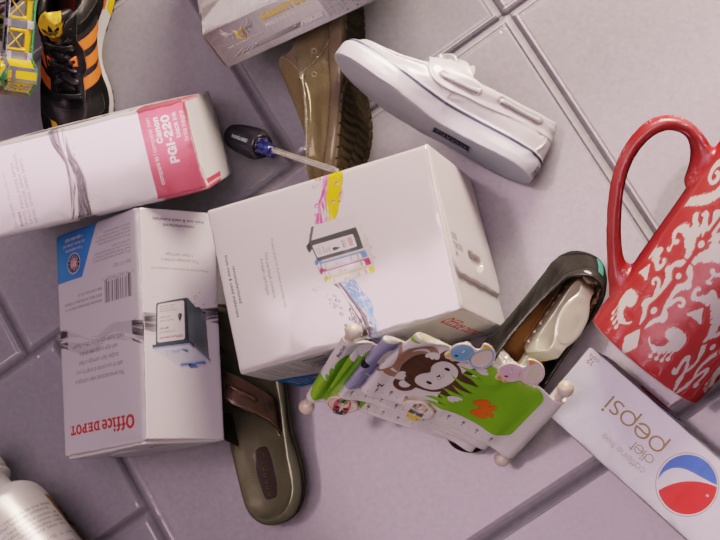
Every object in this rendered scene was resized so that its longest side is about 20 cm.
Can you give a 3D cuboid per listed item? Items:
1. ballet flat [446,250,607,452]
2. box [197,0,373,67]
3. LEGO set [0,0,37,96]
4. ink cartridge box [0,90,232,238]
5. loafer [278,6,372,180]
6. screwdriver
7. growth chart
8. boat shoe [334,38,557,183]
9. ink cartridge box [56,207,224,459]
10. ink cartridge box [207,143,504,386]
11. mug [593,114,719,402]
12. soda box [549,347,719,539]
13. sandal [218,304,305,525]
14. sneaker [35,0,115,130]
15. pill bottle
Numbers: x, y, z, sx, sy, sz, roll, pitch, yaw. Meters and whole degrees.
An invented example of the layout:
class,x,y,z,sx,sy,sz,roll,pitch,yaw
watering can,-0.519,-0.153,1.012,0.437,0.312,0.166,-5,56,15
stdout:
class,x,y,z,sx,sy,sz,roll,pitch,yaw
ballet flat,0.137,0.070,1.684,0.068,0.068,0.200,31,95,-17
box,-0.049,-0.282,1.779,0.199,0.048,0.159,-22,46,15
LEGO set,-0.382,-0.227,1.841,0.200,0.116,0.154,20,103,48
ink cartridge box,-0.227,-0.093,1.774,0.199,0.146,0.085,-15,96,6
loafer,-0.033,-0.160,1.782,0.067,0.076,0.201,-7,68,23
screwdriver,-0.070,-0.098,1.748,0.029,0.028,0.200,-42,29,-9
growth chart,0.061,0.098,1.645,0.199,0.145,0.018,17,50,-5
boat shoe,0.074,-0.150,1.731,0.200,0.074,0.065,32,77,-7
ink cartridge box,-0.194,0.057,1.764,0.146,0.086,0.201,-15,77,52
ink cartridge box,0.000,0.000,1.706,0.199,0.147,0.145,-16,77,16
mug,0.275,-0.017,1.634,0.177,0.133,0.200,42,101,27
soda box,0.245,0.153,1.647,0.200,0.064,0.068,42,96,20
sandal,-0.101,0.123,1.761,0.080,0.057,0.202,-27,76,33
sneaker,-0.271,-0.200,1.855,0.070,0.090,0.201,0,82,19
pill bottle,-0.306,0.250,1.791,0.114,0.114,0.200,-46,72,8
